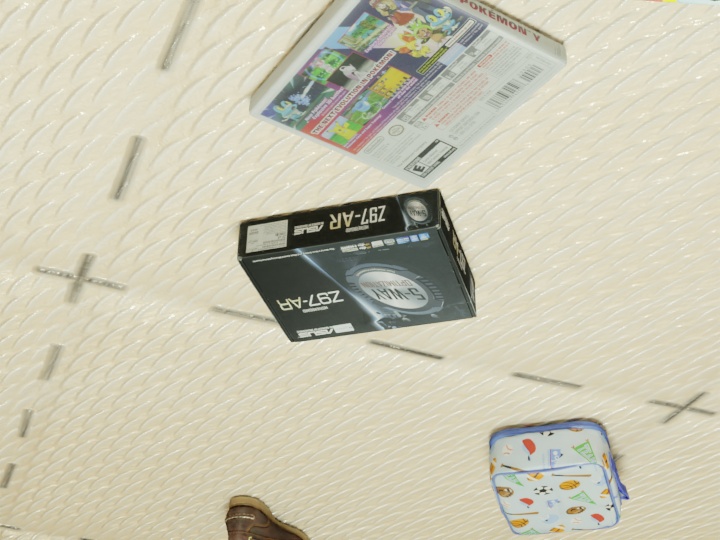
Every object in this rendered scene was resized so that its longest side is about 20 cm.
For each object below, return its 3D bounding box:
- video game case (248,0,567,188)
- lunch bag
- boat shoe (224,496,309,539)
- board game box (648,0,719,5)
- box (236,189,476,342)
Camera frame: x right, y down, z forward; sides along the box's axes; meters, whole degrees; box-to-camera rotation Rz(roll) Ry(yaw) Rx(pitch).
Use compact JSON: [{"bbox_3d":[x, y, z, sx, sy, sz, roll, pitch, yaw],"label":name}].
[{"bbox_3d":[0.035,-0.153,1.048,0.181,0.023,0.200,21,143,-26],"label":"video game case"},{"bbox_3d":[0.247,0.260,1.609,0.159,0.076,0.200,-10,144,13],"label":"lunch bag"},{"bbox_3d":[-0.131,0.384,1.811,0.070,0.071,0.200,-16,144,22],"label":"boat shoe"},{"bbox_3d":[0.258,-0.232,0.822,0.198,0.105,0.104,3,123,-3],"label":"board game box"},{"bbox_3d":[0.000,0.000,1.256,0.198,0.044,0.161,-8,145,14],"label":"box"}]
